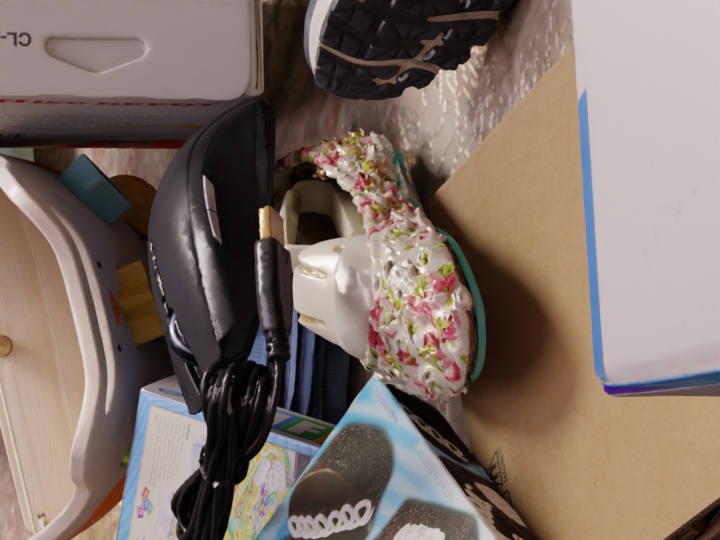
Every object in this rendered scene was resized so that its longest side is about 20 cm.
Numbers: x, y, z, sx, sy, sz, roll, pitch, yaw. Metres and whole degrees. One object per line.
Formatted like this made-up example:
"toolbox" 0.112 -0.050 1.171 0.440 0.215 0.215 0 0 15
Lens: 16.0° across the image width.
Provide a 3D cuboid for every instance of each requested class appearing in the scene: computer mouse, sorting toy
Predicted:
"computer mouse" -0.059 -0.001 1.015 0.141 0.046 0.201 117 160 -57
"sorting toy" -0.133 0.025 1.165 0.180 0.106 0.201 125 130 -86

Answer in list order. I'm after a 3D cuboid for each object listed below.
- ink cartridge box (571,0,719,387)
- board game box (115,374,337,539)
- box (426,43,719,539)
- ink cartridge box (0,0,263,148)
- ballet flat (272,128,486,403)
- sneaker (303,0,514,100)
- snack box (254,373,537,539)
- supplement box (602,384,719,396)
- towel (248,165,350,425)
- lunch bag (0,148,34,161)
"ink cartridge box" 0.161 -0.044 0.664 0.084 0.199 0.147 -17 73 60
"board game box" -0.045 0.160 1.093 0.134 0.034 0.201 17 105 21
"box" 0.085 0.020 0.943 0.164 0.021 0.201 -47 44 47
"ink cartridge box" -0.132 -0.106 1.167 0.200 0.145 0.083 163 106 -75
"ballet flat" 0.000 0.000 1.015 0.200 0.064 0.076 -117 27 -68
"sneaker" 0.029 -0.164 1.026 0.201 0.077 0.086 -64 35 19
"snack box" 0.020 0.137 0.938 0.116 0.037 0.200 -54 34 11
"supplement box" 0.138 -0.063 0.798 0.103 0.101 0.201 -11 78 59
"towel" -0.047 0.052 1.159 0.111 0.048 0.201 11 98 60
"lunch bag" -0.255 -0.018 1.450 0.200 0.121 0.171 165 102 -67
